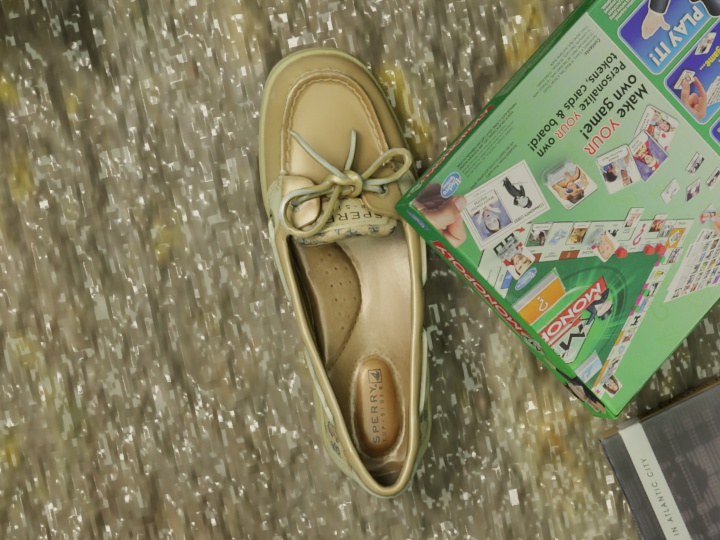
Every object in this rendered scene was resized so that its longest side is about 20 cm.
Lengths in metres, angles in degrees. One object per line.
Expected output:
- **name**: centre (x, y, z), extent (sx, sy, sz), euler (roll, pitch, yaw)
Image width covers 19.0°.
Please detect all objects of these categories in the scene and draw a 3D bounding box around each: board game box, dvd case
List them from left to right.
- **board game box**: centre (0.129, -0.053, 0.959), extent (0.135, 0.029, 0.200), euler (46, 78, -10)
- **dvd case**: centre (0.230, 0.102, 1.017), extent (0.199, 0.016, 0.150), euler (-26, 100, -2)

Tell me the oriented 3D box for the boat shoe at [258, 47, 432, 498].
- **boat shoe**: centre (0.000, 0.000, 0.959), extent (0.073, 0.063, 0.202), euler (-13, 98, -3)
